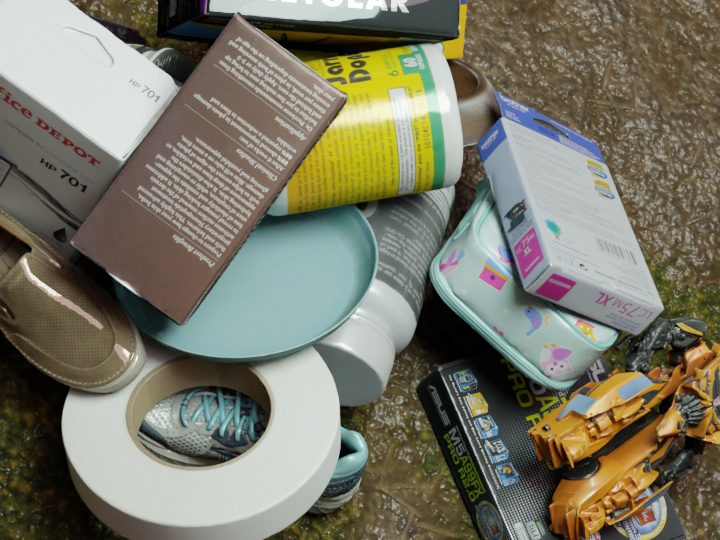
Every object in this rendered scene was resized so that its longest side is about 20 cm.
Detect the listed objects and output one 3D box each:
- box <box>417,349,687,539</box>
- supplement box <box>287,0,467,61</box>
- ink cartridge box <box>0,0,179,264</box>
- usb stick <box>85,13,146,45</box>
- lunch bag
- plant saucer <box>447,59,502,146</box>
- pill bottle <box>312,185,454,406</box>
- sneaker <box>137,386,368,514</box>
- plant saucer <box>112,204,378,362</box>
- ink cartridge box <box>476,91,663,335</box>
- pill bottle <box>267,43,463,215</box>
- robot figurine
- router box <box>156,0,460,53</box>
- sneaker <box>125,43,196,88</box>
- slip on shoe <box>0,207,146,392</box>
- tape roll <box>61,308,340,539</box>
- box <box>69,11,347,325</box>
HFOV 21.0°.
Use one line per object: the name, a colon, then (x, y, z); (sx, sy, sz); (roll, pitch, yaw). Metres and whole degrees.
box: (0.156, 0.156, 1.585); (0.160, 0.044, 0.200); (-13, 72, -30)
supplement box: (-0.020, -0.239, 1.624); (0.200, 0.109, 0.110); (-4, 24, -19)
ink cartridge box: (-0.237, -0.102, 1.435); (0.146, 0.200, 0.086); (36, 57, -2)
usb stick: (-0.272, -0.198, 1.570); (0.200, 0.033, 0.056); (15, 53, -18)
lunch bag: (0.144, -0.002, 1.571); (0.160, 0.077, 0.200); (39, 30, 0)
plant saucer: (0.026, -0.151, 1.612); (0.200, 0.032, 0.200); (5, 25, -2)
pill bottle: (0.000, 0.000, 1.548); (0.113, 0.113, 0.200); (25, 57, -12)
sneaker: (-0.084, 0.113, 1.467); (0.200, 0.086, 0.078); (20, 59, -10)
plant saucer: (-0.086, 0.001, 1.460); (0.200, 0.027, 0.200); (-2, 43, 2)
ink cartridge box: (0.159, -0.046, 1.529); (0.119, 0.042, 0.200); (21, 39, -31)
pill bottle: (-0.031, -0.103, 1.463); (0.199, 0.113, 0.113); (-10, 68, -7)
robot figurine: (0.225, 0.125, 1.541); (0.200, 0.058, 0.145); (-30, 120, -27)
router box: (-0.042, -0.201, 1.482); (0.199, 0.149, 0.051); (2, 89, -19)
sneaker: (-0.176, -0.143, 1.527); (0.115, 0.200, 0.076); (17, 84, 17)
slip on shoe: (-0.239, 0.012, 1.403); (0.076, 0.061, 0.200); (-44, 70, -4)
tape roll: (-0.114, 0.111, 1.400); (0.202, 0.037, 0.203); (-1, 48, 1)
box: (-0.104, -0.070, 1.370); (0.100, 0.075, 0.200); (37, 91, -1)
